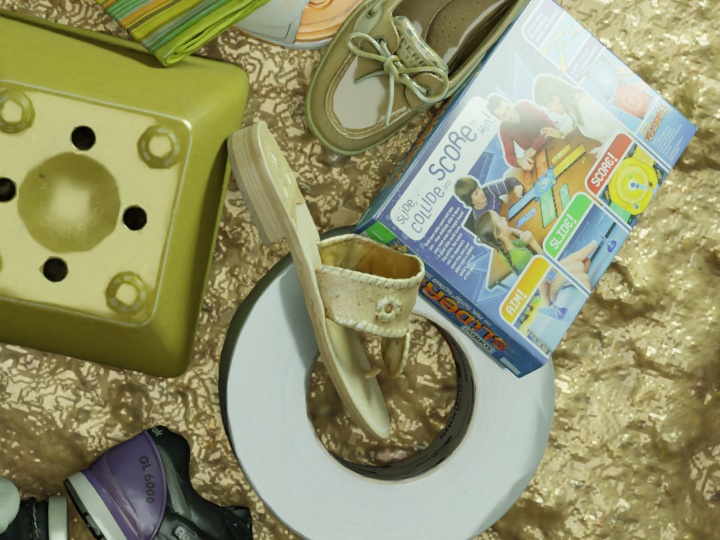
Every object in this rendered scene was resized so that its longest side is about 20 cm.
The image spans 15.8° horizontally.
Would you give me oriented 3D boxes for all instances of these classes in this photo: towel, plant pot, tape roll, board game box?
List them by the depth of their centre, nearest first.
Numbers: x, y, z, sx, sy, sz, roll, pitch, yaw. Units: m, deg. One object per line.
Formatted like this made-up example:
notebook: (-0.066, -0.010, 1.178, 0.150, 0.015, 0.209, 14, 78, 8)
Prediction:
plant pot: (-0.166, -0.043, 1.473, 0.193, 0.200, 0.197, 12, 91, -8)
towel: (-0.142, -0.199, 1.494, 0.086, 0.018, 0.200, -36, 63, -23)
board game box: (0.100, -0.055, 1.549, 0.135, 0.034, 0.200, 41, 61, -9)
tape roll: (0.015, 0.072, 1.573, 0.199, 0.066, 0.201, 0, 93, -8)

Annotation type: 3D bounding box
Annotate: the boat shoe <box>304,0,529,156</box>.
boat shoe: (0.045, -0.149, 1.539, 0.073, 0.063, 0.200, 43, 88, -11)

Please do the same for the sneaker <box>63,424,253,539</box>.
sneaker: (-0.090, 0.187, 1.565, 0.087, 0.076, 0.201, -33, 98, -11)

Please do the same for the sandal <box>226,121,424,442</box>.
sandal: (0.000, 0.003, 1.465, 0.069, 0.078, 0.212, -21, 116, 12)

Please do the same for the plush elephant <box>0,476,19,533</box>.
plush elephant: (-0.279, 0.128, 1.434, 0.164, 0.155, 0.201, 29, 88, -1)

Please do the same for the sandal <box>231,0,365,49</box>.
sandal: (-0.083, -0.185, 1.544, 0.206, 0.059, 0.080, 15, 92, -9)

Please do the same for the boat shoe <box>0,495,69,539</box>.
boat shoe: (-0.208, 0.234, 1.549, 0.066, 0.075, 0.201, 2, 93, -6)
